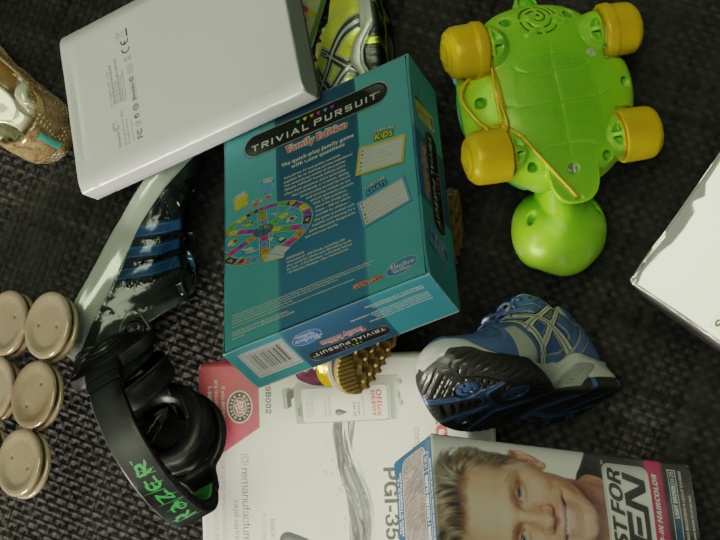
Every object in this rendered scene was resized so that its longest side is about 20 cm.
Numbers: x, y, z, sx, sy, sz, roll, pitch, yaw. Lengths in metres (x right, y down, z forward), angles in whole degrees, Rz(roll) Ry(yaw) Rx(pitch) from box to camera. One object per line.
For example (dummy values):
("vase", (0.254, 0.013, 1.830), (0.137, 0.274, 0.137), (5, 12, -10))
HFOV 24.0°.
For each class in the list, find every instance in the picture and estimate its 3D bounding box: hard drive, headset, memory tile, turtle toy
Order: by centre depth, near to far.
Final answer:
("headset", (-0.156, 0.098, 1.162), (0.094, 0.124, 0.200), (-30, 33, 9))
("turtle toy", (0.130, -0.095, 1.191), (0.146, 0.101, 0.200), (-9, 84, -11))
("hard drive", (-0.128, -0.147, 1.225), (0.200, 0.026, 0.132), (-21, 67, 26))
("memory tile", (-0.287, 0.088, 1.274), (0.200, 0.017, 0.153), (4, 81, 41))

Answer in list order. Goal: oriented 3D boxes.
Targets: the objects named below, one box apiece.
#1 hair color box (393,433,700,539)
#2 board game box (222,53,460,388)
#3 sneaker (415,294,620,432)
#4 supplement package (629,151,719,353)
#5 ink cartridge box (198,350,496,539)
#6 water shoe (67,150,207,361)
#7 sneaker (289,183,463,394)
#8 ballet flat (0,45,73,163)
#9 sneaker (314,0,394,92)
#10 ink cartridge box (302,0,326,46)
("hair color box", (0.126, 0.173, 1.120), (0.200, 0.061, 0.100), (8, 61, -22))
("board game box", (-0.017, -0.035, 1.136), (0.151, 0.047, 0.200), (-21, 46, 20))
("sneaker", (0.096, 0.060, 1.146), (0.076, 0.200, 0.077), (-35, 66, 27))
("supplement package", (0.297, 0.022, 1.129), (0.200, 0.121, 0.120), (36, 94, 15))
("ink cartridge box", (-0.008, 0.133, 1.211), (0.200, 0.083, 0.147), (-4, 82, 13))
("water shoe", (-0.153, -0.012, 1.280), (0.079, 0.072, 0.200), (30, 95, -8))
("sneaker", (0.000, 0.000, 1.193), (0.090, 0.075, 0.200), (13, 44, 27))
("ballet flat", (-0.306, -0.156, 1.322), (0.200, 0.065, 0.071), (33, 93, 15))
("sneaker", (-0.015, -0.133, 1.245), (0.076, 0.075, 0.200), (-2, 82, 13))
("ink cartridge box", (-0.077, -0.226, 1.265), (0.104, 0.059, 0.200), (16, 88, 30))
